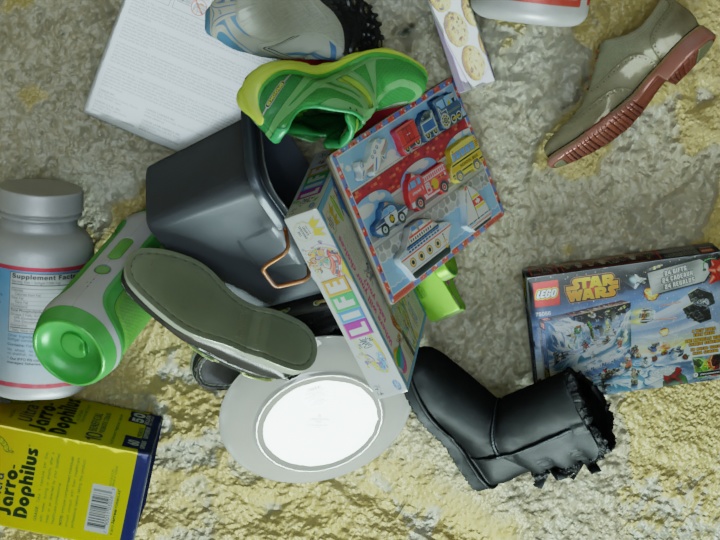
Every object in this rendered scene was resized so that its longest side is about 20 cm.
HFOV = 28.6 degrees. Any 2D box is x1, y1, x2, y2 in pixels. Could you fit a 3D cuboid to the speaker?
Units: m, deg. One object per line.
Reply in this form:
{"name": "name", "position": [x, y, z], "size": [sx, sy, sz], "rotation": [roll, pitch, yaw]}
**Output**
{"name": "speaker", "position": [-0.228, 0.021, 1.326], "size": [0.088, 0.200, 0.089], "rotation": [10, 125, 15]}

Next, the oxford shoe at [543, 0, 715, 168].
{"name": "oxford shoe", "position": [0.248, -0.181, 1.378], "size": [0.200, 0.071, 0.074], "rotation": [-42, 77, 8]}

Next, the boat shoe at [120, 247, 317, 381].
{"name": "boat shoe", "position": [-0.138, 0.047, 1.303], "size": [0.201, 0.072, 0.061], "rotation": [30, 146, -20]}

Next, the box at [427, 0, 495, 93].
{"name": "box", "position": [0.081, -0.270, 1.351], "size": [0.041, 0.039, 0.201], "rotation": [-17, 104, 8]}

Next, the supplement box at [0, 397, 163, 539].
{"name": "supplement box", "position": [-0.310, 0.193, 1.419], "size": [0.199, 0.109, 0.110], "rotation": [12, 104, -5]}

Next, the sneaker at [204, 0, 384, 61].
{"name": "sneaker", "position": [-0.057, -0.226, 1.300], "size": [0.200, 0.072, 0.072], "rotation": [3, 90, -46]}

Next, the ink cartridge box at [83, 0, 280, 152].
{"name": "ink cartridge box", "position": [-0.157, -0.214, 1.354], "size": [0.162, 0.050, 0.201], "rotation": [22, 100, -6]}

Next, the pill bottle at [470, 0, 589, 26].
{"name": "pill bottle", "position": [0.167, -0.330, 1.303], "size": [0.112, 0.112, 0.201], "rotation": [5, 103, -4]}

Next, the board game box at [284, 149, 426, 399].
{"name": "board game box", "position": [0.000, 0.000, 1.314], "size": [0.034, 0.135, 0.201], "rotation": [-17, 114, 20]}

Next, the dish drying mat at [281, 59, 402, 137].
{"name": "dish drying mat", "position": [-0.045, -0.202, 1.376], "size": [0.200, 0.018, 0.077], "rotation": [37, 104, -12]}

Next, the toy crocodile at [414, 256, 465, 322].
{"name": "toy crocodile", "position": [0.040, -0.033, 1.401], "size": [0.067, 0.062, 0.200], "rotation": [-28, 110, 25]}

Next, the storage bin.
{"name": "storage bin", "position": [-0.108, -0.038, 1.332], "size": [0.134, 0.146, 0.200], "rotation": [-21, 137, 13]}

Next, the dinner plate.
{"name": "dinner plate", "position": [-0.042, 0.148, 1.420], "size": [0.199, 0.024, 0.201], "rotation": [-8, 127, -10]}

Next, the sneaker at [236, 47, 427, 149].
{"name": "sneaker", "position": [-0.019, -0.148, 1.281], "size": [0.199, 0.074, 0.084], "rotation": [-14, 67, -35]}

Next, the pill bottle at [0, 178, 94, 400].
{"name": "pill bottle", "position": [-0.315, 0.017, 1.374], "size": [0.108, 0.109, 0.201], "rotation": [4, 104, -3]}

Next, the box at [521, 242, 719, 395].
{"name": "box", "position": [0.271, 0.054, 1.442], "size": [0.199, 0.040, 0.138], "rotation": [-7, 106, 0]}

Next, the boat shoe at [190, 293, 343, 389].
{"name": "boat shoe", "position": [-0.080, 0.069, 1.413], "size": [0.201, 0.061, 0.072], "rotation": [-25, 105, 4]}

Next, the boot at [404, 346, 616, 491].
{"name": "boot", "position": [0.150, 0.135, 1.409], "size": [0.162, 0.073, 0.199], "rotation": [-21, 116, 30]}

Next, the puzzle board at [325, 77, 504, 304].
{"name": "puzzle board", "position": [0.060, -0.080, 1.339], "size": [0.017, 0.200, 0.151], "rotation": [-9, 110, 45]}
